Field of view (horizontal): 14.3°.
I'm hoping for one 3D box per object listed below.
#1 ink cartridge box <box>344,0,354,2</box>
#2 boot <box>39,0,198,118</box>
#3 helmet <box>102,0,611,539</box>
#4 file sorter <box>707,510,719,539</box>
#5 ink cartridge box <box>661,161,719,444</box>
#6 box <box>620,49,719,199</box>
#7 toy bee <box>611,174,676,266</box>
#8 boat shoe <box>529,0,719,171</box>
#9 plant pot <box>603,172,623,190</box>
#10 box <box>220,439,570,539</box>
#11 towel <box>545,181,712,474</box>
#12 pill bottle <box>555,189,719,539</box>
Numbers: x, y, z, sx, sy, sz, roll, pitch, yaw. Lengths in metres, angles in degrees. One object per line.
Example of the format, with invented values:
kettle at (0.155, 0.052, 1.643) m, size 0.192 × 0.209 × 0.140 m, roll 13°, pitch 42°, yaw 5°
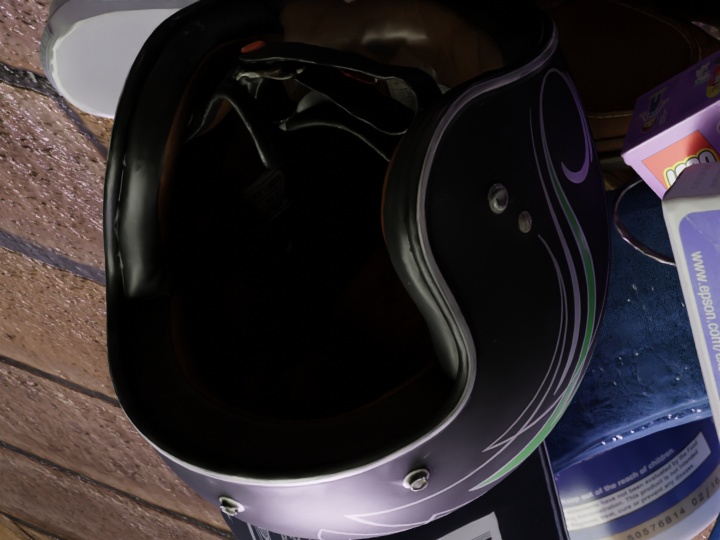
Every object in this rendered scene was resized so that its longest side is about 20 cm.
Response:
ink cartridge box at (-0.084, -0.173, 1.050) m, size 0.200 × 0.042 × 0.119 m, roll 30°, pitch -173°, yaw -16°
boot at (-0.029, -0.112, 1.174) m, size 0.200 × 0.096 × 0.074 m, roll 1°, pitch 127°, yaw -2°
helmet at (0.000, 0.000, 1.073) m, size 0.200 × 0.200 × 0.191 m, roll 16°, pitch 118°, yaw 34°
file sorter at (0.234, 0.124, 1.178) m, size 0.139 × 0.123 × 0.200 m, roll 29°, pitch 155°, yaw -7°
ink cartridge box at (0.221, 0.046, 0.988) m, size 0.200 × 0.043 × 0.198 m, roll -4°, pitch 116°, yaw 24°
box at (0.209, -0.046, 0.990) m, size 0.200 × 0.039 × 0.137 m, roll -29°, pitch 115°, yaw 35°
toy bee at (0.206, -0.067, 1.073) m, size 0.200 × 0.109 × 0.131 m, roll 11°, pitch 129°, yaw 11°
boat shoe at (0.067, -0.093, 1.220) m, size 0.200 × 0.072 × 0.068 m, roll 11°, pitch 158°, yaw 45°
plant pot at (0.044, 0.013, 1.427) m, size 0.200 × 0.200 × 0.142 m, roll 33°, pitch -171°, yaw -19°
box at (0.003, 0.085, 1.241) m, size 0.200 × 0.104 × 0.148 m, roll 51°, pitch 161°, yaw 51°
towel at (0.141, 0.010, 1.210) m, size 0.049 × 0.200 × 0.112 m, roll -97°, pitch -13°, yaw -63°
pill bottle at (0.088, 0.029, 1.306) m, size 0.111 × 0.111 × 0.200 m, roll 4°, pitch 126°, yaw 54°
